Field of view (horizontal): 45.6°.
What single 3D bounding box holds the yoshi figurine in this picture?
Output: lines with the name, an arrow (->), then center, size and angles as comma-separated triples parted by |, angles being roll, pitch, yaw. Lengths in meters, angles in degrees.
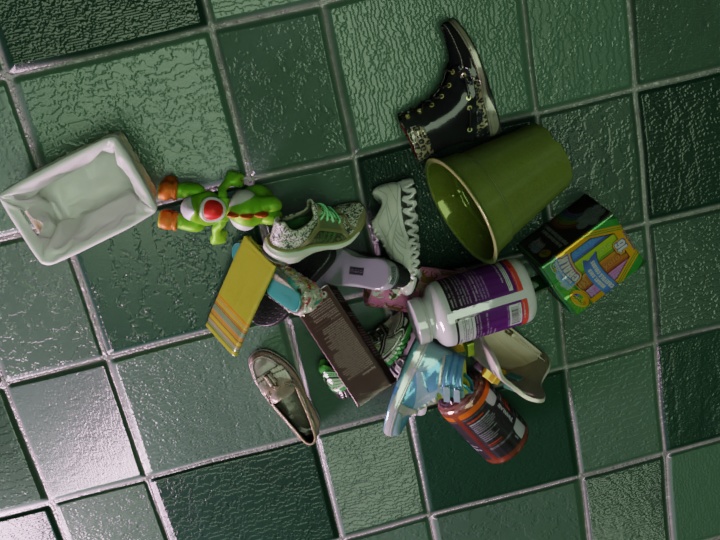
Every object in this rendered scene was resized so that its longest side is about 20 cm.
yoshi figurine -> -0.223, -0.105, 1.401 | 0.199, 0.112, 0.113 | 4, 147, 2

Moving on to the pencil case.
pencil case -> 0.101, 0.031, 1.498 | 0.199, 0.087, 0.083 | 6, 152, -11

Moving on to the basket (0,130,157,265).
basket -> -0.430, -0.119, 1.334 | 0.200, 0.123, 0.136 | -27, 111, 0

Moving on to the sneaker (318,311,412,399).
sneaker -> 0.010, 0.141, 1.524 | 0.200, 0.078, 0.085 | -42, 110, 7

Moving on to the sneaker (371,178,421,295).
sneaker -> 0.061, -0.054, 1.440 | 0.081, 0.075, 0.201 | -4, 77, 2

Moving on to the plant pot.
plant pot -> 0.238, -0.145, 1.416 | 0.190, 0.200, 0.200 | -33, 112, -11

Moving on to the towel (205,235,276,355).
towel -> -0.199, 0.044, 1.434 | 0.018, 0.086, 0.200 | -13, 139, -50

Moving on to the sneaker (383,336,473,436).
sneaker -> 0.122, 0.221, 1.492 | 0.130, 0.080, 0.200 | 21, 112, 4

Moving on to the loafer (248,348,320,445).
loafer -> -0.131, 0.228, 1.540 | 0.072, 0.063, 0.200 | -31, 112, 4

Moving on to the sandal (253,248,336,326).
sandal -> -0.108, 0.029, 1.467 | 0.200, 0.075, 0.048 | -43, 145, 17

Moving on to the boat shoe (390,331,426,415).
boat shoe -> 0.088, 0.175, 1.557 | 0.070, 0.071, 0.200 | -1, 116, -12

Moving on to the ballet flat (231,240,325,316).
ballet flat -> -0.135, 0.012, 1.421 | 0.064, 0.200, 0.076 | -10, 130, -45

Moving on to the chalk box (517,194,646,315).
chalk box -> 0.367, -0.014, 1.502 | 0.200, 0.125, 0.124 | -38, 111, 7

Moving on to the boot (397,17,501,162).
boot -> 0.129, -0.288, 1.392 | 0.153, 0.074, 0.204 | -23, 110, 3

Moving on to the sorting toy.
sorting toy -> 0.253, 0.162, 1.516 | 0.200, 0.180, 0.107 | 38, 100, -19

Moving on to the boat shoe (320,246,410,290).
boat shoe -> 0.000, 0.000, 1.425 | 0.057, 0.200, 0.069 | 9, 95, -43

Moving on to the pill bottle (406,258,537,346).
pill bottle -> 0.182, 0.057, 1.418 | 0.199, 0.112, 0.113 | -16, 111, -6

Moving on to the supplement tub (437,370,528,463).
supplement tub -> 0.215, 0.259, 1.584 | 0.107, 0.107, 0.200 | -41, 111, 6

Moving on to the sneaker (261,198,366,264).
sneaker -> -0.066, -0.079, 1.392 | 0.200, 0.077, 0.089 | -26, 146, -32

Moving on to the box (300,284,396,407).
box -> -0.023, 0.126, 1.452 | 0.075, 0.100, 0.200 | -35, 82, 4
